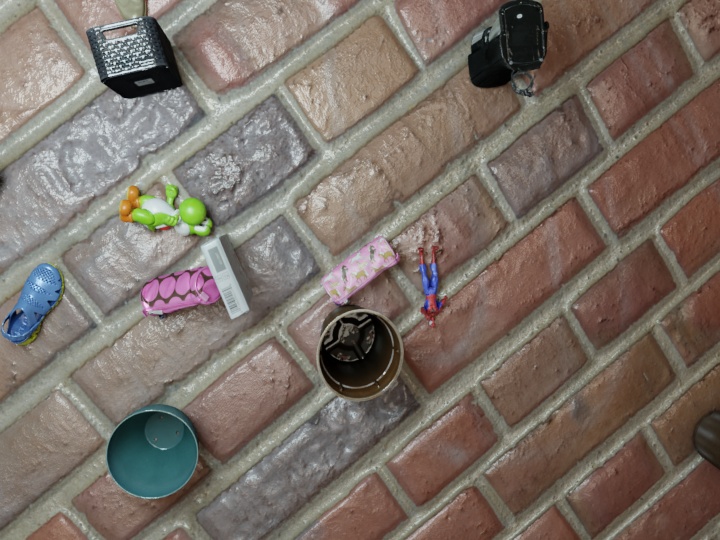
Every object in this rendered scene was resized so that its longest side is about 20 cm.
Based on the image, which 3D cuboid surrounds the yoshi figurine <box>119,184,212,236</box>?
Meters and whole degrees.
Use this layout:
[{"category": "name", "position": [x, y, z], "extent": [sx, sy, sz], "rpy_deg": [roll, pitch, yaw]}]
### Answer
[{"category": "yoshi figurine", "position": [-0.429, -0.138, 1.182], "extent": [0.195, 0.112, 0.116], "rpy_deg": [14, 88, -14]}]

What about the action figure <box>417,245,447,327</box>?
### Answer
[{"category": "action figure", "position": [0.181, 0.048, 1.315], "extent": [0.063, 0.099, 0.206], "rpy_deg": [-6, 100, -7]}]

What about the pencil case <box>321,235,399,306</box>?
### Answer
[{"category": "pencil case", "position": [0.000, 0.000, 1.283], "extent": [0.198, 0.083, 0.087], "rpy_deg": [-38, 101, -4]}]

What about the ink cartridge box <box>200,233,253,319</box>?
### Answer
[{"category": "ink cartridge box", "position": [-0.293, 0.006, 1.171], "extent": [0.056, 0.200, 0.166], "rpy_deg": [-23, 101, -10]}]

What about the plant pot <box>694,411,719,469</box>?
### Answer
[{"category": "plant pot", "position": [1.064, 0.501, 1.460], "extent": [0.194, 0.198, 0.207], "rpy_deg": [-1, 98, -10]}]

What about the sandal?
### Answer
[{"category": "sandal", "position": [-0.729, 0.080, 1.166], "extent": [0.078, 0.087, 0.204], "rpy_deg": [24, 91, -10]}]

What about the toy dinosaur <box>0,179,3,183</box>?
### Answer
[{"category": "toy dinosaur", "position": [-0.846, -0.158, 1.133], "extent": [0.195, 0.077, 0.105], "rpy_deg": [-18, 88, -2]}]

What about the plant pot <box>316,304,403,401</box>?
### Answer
[{"category": "plant pot", "position": [-0.015, 0.172, 1.242], "extent": [0.194, 0.198, 0.207], "rpy_deg": [-1, 98, -9]}]

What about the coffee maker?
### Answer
[{"category": "coffee maker", "position": [0.329, -0.490, 1.218], "extent": [0.131, 0.200, 0.197], "rpy_deg": [15, 92, -9]}]

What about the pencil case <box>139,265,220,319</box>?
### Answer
[{"category": "pencil case", "position": [-0.400, 0.051, 1.175], "extent": [0.196, 0.095, 0.092], "rpy_deg": [-15, 120, 28]}]

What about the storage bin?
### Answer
[{"category": "storage bin", "position": [-0.459, -0.433, 1.089], "extent": [0.132, 0.200, 0.096], "rpy_deg": [-16, 100, -7]}]

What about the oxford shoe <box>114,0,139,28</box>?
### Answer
[{"category": "oxford shoe", "position": [-0.510, -0.628, 1.120], "extent": [0.069, 0.075, 0.206], "rpy_deg": [-15, 100, -8]}]

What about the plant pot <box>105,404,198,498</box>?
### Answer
[{"category": "plant pot", "position": [-0.468, 0.397, 1.224], "extent": [0.194, 0.135, 0.207], "rpy_deg": [-1, 98, -9]}]
